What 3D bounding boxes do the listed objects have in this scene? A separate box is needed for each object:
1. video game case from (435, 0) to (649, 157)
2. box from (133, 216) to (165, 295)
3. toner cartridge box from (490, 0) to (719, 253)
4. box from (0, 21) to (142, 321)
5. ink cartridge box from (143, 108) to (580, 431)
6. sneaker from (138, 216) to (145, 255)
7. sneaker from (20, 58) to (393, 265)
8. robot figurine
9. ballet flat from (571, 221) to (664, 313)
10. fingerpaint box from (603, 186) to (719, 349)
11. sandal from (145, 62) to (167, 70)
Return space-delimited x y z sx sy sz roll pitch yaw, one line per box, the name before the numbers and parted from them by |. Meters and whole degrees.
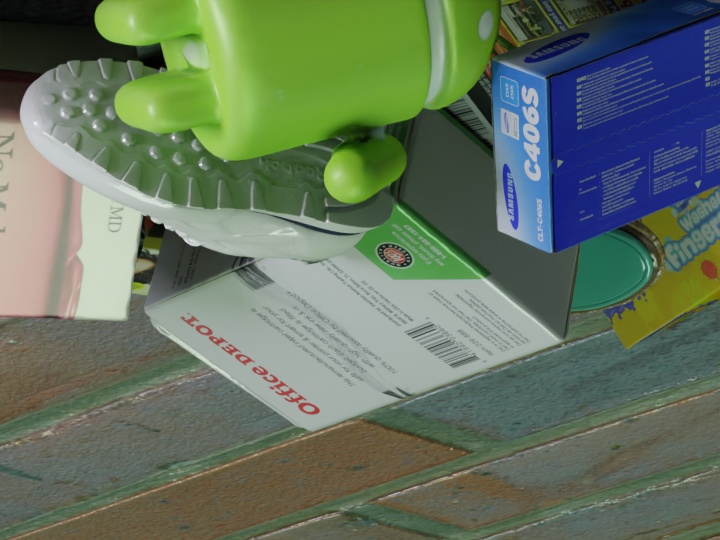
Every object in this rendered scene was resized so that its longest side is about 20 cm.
video game case | 0.085 -0.128 1.420 0.181 0.026 0.200 -13 139 28
box | -0.121 -0.018 1.705 0.200 0.050 0.075 7 156 -30
toner cartridge box | 0.154 -0.086 1.358 0.200 0.095 0.043 -21 -150 -33
box | -0.218 -0.055 1.433 0.200 0.109 0.128 2 121 -14
ink cartridge box | 0.000 0.000 1.526 0.200 0.084 0.146 -22 133 38
sneaker | -0.219 -0.040 1.571 0.200 0.088 0.076 1 157 -18
sneaker | -0.085 -0.045 1.366 0.200 0.076 0.080 19 150 -25
robot figurine | -0.022 -0.121 1.303 0.200 0.176 0.116 -15 -171 -18
ballet flat | 0.101 -0.007 1.602 0.200 0.071 0.065 -12 -160 38
fingerpaint box | 0.249 -0.044 1.614 0.167 0.073 0.200 -25 171 -35
sandal | -0.087 -0.076 1.515 0.200 0.055 0.082 -15 119 17
